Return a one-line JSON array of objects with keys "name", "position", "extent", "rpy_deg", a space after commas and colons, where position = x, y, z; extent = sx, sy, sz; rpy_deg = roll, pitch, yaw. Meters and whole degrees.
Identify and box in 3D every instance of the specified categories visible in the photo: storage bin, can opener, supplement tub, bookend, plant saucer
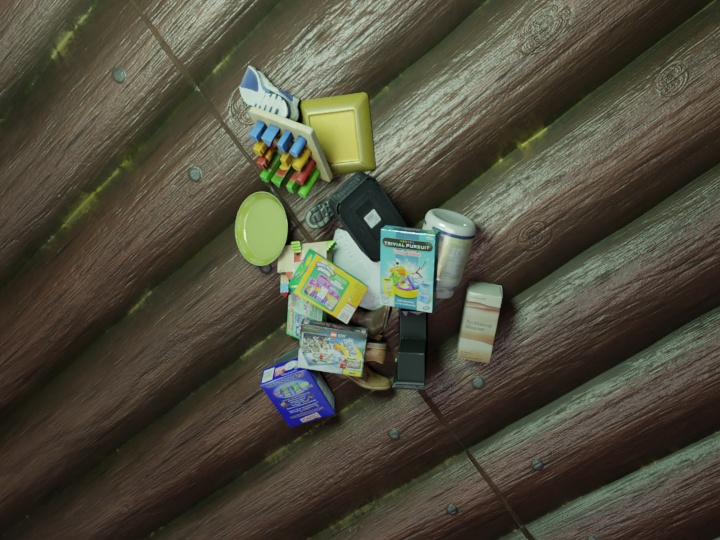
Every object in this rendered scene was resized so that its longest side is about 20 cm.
[{"name": "storage bin", "position": [0.021, -0.143, 1.572], "extent": [0.134, 0.094, 0.202], "rpy_deg": [-39, 115, -3]}, {"name": "can opener", "position": [-0.184, 0.242, 1.821], "extent": [0.197, 0.052, 0.068], "rpy_deg": [-34, 67, 18]}, {"name": "supplement tub", "position": [0.220, -0.046, 1.584], "extent": [0.140, 0.146, 0.206], "rpy_deg": [15, 112, 4]}, {"name": "bookend", "position": [0.141, 0.193, 1.656], "extent": [0.088, 0.201, 0.206], "rpy_deg": [1, 111, 9]}, {"name": "plant saucer", "position": [-0.066, -0.356, 1.578], "extent": [0.192, 0.049, 0.207], "rpy_deg": [-4, 109, 11]}, {"name": "plant saucer", "position": [-0.275, -0.118, 1.675], "extent": [0.194, 0.031, 0.208], "rpy_deg": [1, 91, 32]}]

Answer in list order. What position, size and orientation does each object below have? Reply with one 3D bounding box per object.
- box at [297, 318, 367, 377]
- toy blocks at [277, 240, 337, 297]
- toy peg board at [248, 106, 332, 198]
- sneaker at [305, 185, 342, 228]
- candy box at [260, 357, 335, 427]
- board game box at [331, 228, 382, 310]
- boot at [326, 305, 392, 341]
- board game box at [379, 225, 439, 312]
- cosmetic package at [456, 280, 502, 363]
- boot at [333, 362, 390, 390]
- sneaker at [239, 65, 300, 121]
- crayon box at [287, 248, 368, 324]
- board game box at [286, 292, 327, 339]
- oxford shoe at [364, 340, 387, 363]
[{"name": "box", "position": [-0.081, 0.224, 1.706], "extent": [0.192, 0.038, 0.142], "rpy_deg": [8, 110, 2]}, {"name": "toy blocks", "position": [-0.157, 0.000, 1.660], "extent": [0.192, 0.100, 0.142], "rpy_deg": [-5, 74, 14]}, {"name": "toy peg board", "position": [-0.194, -0.289, 1.510], "extent": [0.195, 0.200, 0.100], "rpy_deg": [24, 71, 23]}, {"name": "sneaker", "position": [-0.067, -0.184, 1.631], "extent": [0.195, 0.079, 0.077], "rpy_deg": [-26, 100, -3]}, {"name": "candy box", "position": [-0.190, 0.375, 1.825], "extent": [0.164, 0.078, 0.204], "rpy_deg": [-19, 120, 14]}, {"name": "board game box", "position": [0.000, 0.000, 1.706], "extent": [0.193, 0.026, 0.206], "rpy_deg": [17, 112, 4]}, {"name": "boot", "position": [-0.012, 0.116, 1.705], "extent": [0.195, 0.065, 0.189], "rpy_deg": [24, 138, 4]}, {"name": "board game box", "position": [0.125, -0.005, 1.529], "extent": [0.146, 0.047, 0.208], "rpy_deg": [7, 109, 21]}, {"name": "cosmetic package", "position": [0.334, 0.144, 1.663], "extent": [0.099, 0.088, 0.207], "rpy_deg": [8, 111, 8]}, {"name": "boot", "position": [0.006, 0.303, 1.795], "extent": [0.194, 0.074, 0.078], "rpy_deg": [20, 103, 5]}, {"name": "sneaker", "position": [-0.227, -0.446, 1.560], "extent": [0.200, 0.114, 0.082], "rpy_deg": [46, 113, 24]}, {"name": "crayon box", "position": [-0.086, 0.044, 1.605], "extent": [0.197, 0.058, 0.121], "rpy_deg": [32, 92, -31]}, {"name": "board game box", "position": [-0.156, 0.110, 1.741], "extent": [0.131, 0.029, 0.207], "rpy_deg": [18, 113, 31]}, {"name": "oxford shoe", "position": [-0.019, 0.242, 1.757], "extent": [0.192, 0.071, 0.074], "rpy_deg": [6, 93, 13]}]
